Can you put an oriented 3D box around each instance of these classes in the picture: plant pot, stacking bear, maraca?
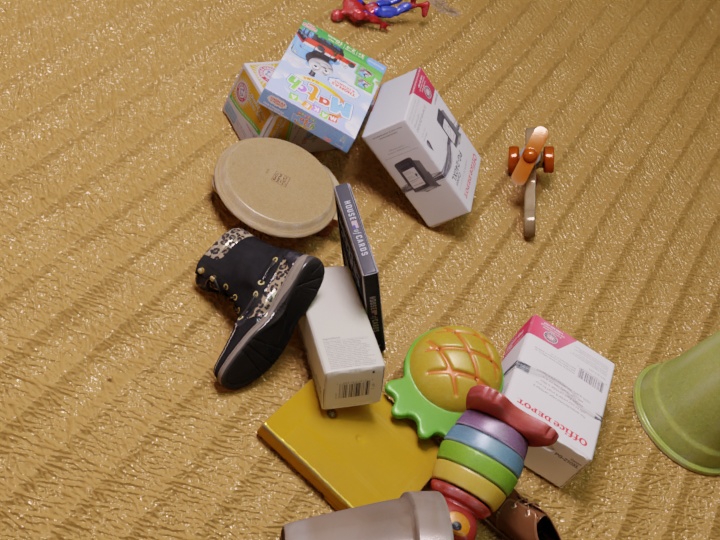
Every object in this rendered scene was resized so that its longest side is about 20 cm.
[{"bbox_3d":[-0.001,0.339,1.169,0.173,0.200,0.200,3,49,-8],"label":"plant pot"},{"bbox_3d":[0.136,0.259,1.332,0.121,0.114,0.200,34,73,-8],"label":"stacking bear"},{"bbox_3d":[0.115,0.149,1.447,0.137,0.107,0.200,36,47,13],"label":"maraca"},{"bbox_3d":[0.548,0.177,1.625,0.200,0.184,0.200,17,46,-18],"label":"plant pot"}]

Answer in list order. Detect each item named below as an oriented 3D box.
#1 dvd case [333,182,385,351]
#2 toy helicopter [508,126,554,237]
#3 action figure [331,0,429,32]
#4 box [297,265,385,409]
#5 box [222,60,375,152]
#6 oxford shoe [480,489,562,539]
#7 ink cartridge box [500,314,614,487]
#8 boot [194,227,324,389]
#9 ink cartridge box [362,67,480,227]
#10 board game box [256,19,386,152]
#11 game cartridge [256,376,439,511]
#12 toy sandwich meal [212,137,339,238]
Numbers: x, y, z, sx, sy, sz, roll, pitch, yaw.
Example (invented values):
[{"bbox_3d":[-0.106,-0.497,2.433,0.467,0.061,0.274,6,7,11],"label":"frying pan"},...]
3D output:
[{"bbox_3d":[0.000,0.000,1.452,0.025,0.200,0.150,-15,57,-5],"label":"dvd case"},{"bbox_3d":[0.288,-0.152,1.815,0.079,0.132,0.200,2,64,7],"label":"toy helicopter"},{"bbox_3d":[0.032,-0.481,1.999,0.200,0.052,0.065,-12,54,-32],"label":"action figure"},{"bbox_3d":[-0.032,0.083,1.402,0.082,0.068,0.200,-5,40,-12],"label":"box"},{"bbox_3d":[-0.095,-0.255,1.681,0.200,0.101,0.113,-13,61,-38],"label":"box"},{"bbox_3d":[0.204,0.310,1.384,0.071,0.071,0.200,-24,66,-40],"label":"oxford shoe"},{"bbox_3d":[0.264,0.182,1.522,0.145,0.084,0.200,32,42,-2],"label":"ink cartridge box"},{"bbox_3d":[-0.155,0.042,1.392,0.151,0.073,0.200,28,80,34],"label":"boot"},{"bbox_3d":[0.102,-0.190,1.690,0.200,0.083,0.145,51,36,-30],"label":"ink cartridge box"},{"bbox_3d":[-0.054,-0.281,1.628,0.151,0.037,0.200,29,45,-8],"label":"board game box"},{"bbox_3d":[-0.007,0.221,1.368,0.200,0.032,0.176,44,44,7],"label":"game cartridge"},{"bbox_3d":[-0.121,-0.111,1.569,0.205,0.070,0.205,13,50,-16],"label":"toy sandwich meal"}]
